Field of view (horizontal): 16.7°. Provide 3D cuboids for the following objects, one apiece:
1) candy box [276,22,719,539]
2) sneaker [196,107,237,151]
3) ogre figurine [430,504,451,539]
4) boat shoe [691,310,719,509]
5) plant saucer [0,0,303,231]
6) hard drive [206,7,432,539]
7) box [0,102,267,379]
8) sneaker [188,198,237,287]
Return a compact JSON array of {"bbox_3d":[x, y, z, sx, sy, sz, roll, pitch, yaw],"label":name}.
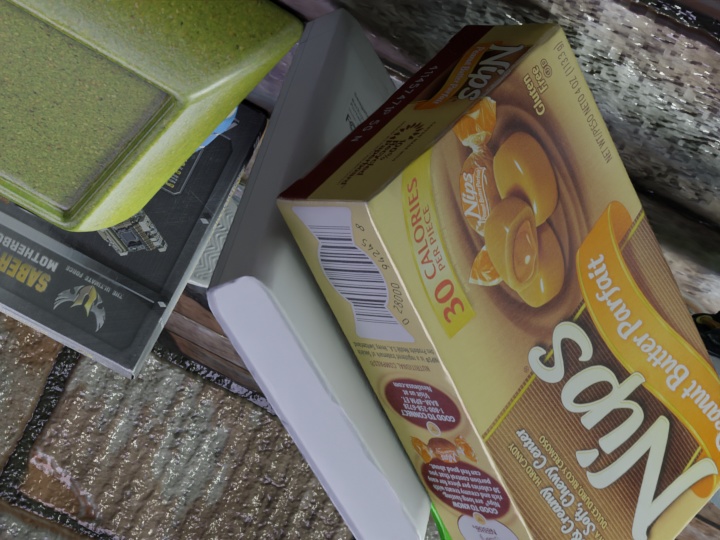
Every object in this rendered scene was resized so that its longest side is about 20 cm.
[{"bbox_3d":[0.062,0.023,0.912,0.055,0.115,0.201,5,130,49],"label":"candy box"},{"bbox_3d":[-0.139,-0.120,1.185,0.077,0.076,0.200,-15,142,38],"label":"sneaker"},{"bbox_3d":[0.066,0.064,1.085,0.098,0.121,0.200,-19,-165,-30],"label":"ogre figurine"},{"bbox_3d":[0.170,0.048,1.051,0.200,0.090,0.071,-151,39,-73],"label":"boat shoe"},{"bbox_3d":[-0.157,-0.096,1.107,0.199,0.048,0.200,30,144,-15],"label":"plant saucer"},{"bbox_3d":[0.000,0.000,0.963,0.027,0.200,0.132,-20,117,22],"label":"hard drive"},{"bbox_3d":[-0.172,-0.057,1.314,0.199,0.159,0.048,27,172,-2],"label":"box"},{"bbox_3d":[-0.145,-0.050,1.602,0.200,0.074,0.116,36,176,13],"label":"sneaker"}]
